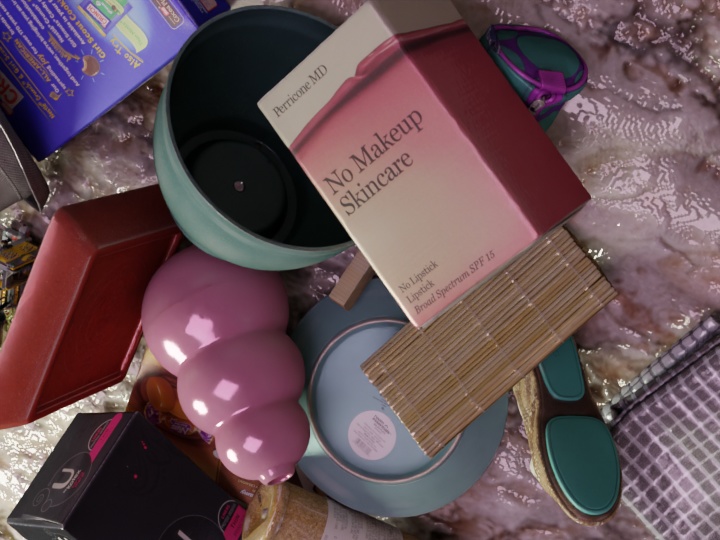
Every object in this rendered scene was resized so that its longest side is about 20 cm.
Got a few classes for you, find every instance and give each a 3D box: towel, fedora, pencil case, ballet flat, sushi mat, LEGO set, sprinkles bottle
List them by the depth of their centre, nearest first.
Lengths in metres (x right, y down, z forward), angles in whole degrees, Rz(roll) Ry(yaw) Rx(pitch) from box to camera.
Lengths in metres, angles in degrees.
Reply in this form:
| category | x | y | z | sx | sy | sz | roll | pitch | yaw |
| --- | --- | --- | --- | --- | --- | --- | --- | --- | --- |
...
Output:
| category | x | y | z | sx | sy | sz | roll | pitch | yaw |
| --- | --- | --- | --- | --- | --- | --- | --- | --- | --- |
| pencil case | 0.089 | -0.090 | 1.243 | 0.084 | 0.093 | 0.201 | 19 | 123 | -18 |
| ballet flat | 0.156 | 0.124 | 1.277 | 0.070 | 0.201 | 0.066 | 7 | 138 | -17 |
| sushi mat | 0.100 | 0.046 | 1.281 | 0.200 | 0.012 | 0.096 | -42 | 70 | 3 |
| towel | 0.291 | 0.154 | 1.284 | 0.200 | 0.086 | 0.165 | 45 | 119 | -4 |
| fedora | -0.342 | -0.111 | 1.338 | 0.177 | 0.090 | 0.201 | 39 | 162 | 43 |
| sprinkles bottle | -0.002 | 0.241 | 1.398 | 0.199 | 0.069 | 0.068 | 26 | 122 | -21 |
| LEGO set | -0.308 | 0.039 | 1.403 | 0.153 | 0.199 | 0.117 | 27 | 120 | 30 |

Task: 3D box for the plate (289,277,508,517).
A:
| category | x | y | z | sx | sy | sz | roll | pitch | yaw |
| --- | --- | --- | --- | --- | --- | --- | --- | --- | --- |
| plate | 0.023 | 0.107 | 1.354 | 0.198 | 0.026 | 0.203 | 1 | 94 | 9 |

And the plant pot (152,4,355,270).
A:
| category | x | y | z | sx | sy | sz | roll | pitch | yaw |
| --- | --- | --- | --- | --- | --- | --- | --- | --- | --- |
| plant pot | -0.077 | -0.084 | 1.266 | 0.200 | 0.200 | 0.134 | 44 | 147 | -3 |

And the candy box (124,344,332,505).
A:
| category | x | y | z | sx | sy | sz | roll | pitch | yaw |
| --- | --- | --- | --- | --- | --- | --- | --- | --- | --- |
| candy box | -0.104 | 0.136 | 1.436 | 0.199 | 0.056 | 0.117 | 27 | 119 | 8 |

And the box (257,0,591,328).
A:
| category | x | y | z | sx | sy | sz | roll | pitch | yaw |
| --- | --- | --- | --- | --- | --- | --- | --- | --- | --- |
| box | 0.045 | -0.084 | 1.154 | 0.128 | 0.109 | 0.201 | -38 | 86 | 32 |

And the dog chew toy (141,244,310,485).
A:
| category | x | y | z | sx | sy | sz | roll | pitch | yaw |
| --- | --- | --- | --- | --- | --- | --- | --- | --- | --- |
| dog chew toy | -0.101 | 0.079 | 1.332 | 0.124 | 0.124 | 0.201 | -34 | 69 | 29 |

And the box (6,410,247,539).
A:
| category | x | y | z | sx | sy | sz | roll | pitch | yaw |
| --- | --- | --- | --- | --- | --- | --- | --- | --- | --- |
| box | -0.185 | 0.229 | 1.422 | 0.106 | 0.123 | 0.200 | -7 | 135 | 51 |

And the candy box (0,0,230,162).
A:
| category | x | y | z | sx | sy | sz | roll | pitch | yaw |
| --- | --- | --- | --- | --- | --- | --- | --- | --- | --- |
| candy box | -0.232 | -0.214 | 1.314 | 0.199 | 0.077 | 0.170 | -32 | 101 | 28 |

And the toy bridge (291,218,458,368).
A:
| category | x | y | z | sx | sy | sz | roll | pitch | yaw |
| --- | --- | --- | --- | --- | --- | --- | --- | --- | --- |
| toy bridge | 0.000 | 0.000 | 1.336 | 0.199 | 0.027 | 0.068 | 34 | 87 | 17 |

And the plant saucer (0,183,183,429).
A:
| category | x | y | z | sx | sy | sz | roll | pitch | yaw |
| --- | --- | --- | --- | --- | --- | --- | --- | --- | --- |
| plant saucer | -0.216 | 0.032 | 1.327 | 0.036 | 0.200 | 0.201 | 29 | 108 | 14 |
